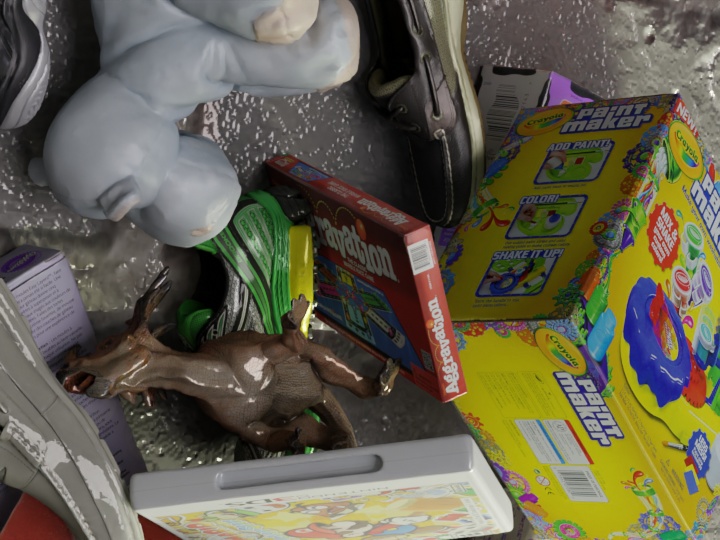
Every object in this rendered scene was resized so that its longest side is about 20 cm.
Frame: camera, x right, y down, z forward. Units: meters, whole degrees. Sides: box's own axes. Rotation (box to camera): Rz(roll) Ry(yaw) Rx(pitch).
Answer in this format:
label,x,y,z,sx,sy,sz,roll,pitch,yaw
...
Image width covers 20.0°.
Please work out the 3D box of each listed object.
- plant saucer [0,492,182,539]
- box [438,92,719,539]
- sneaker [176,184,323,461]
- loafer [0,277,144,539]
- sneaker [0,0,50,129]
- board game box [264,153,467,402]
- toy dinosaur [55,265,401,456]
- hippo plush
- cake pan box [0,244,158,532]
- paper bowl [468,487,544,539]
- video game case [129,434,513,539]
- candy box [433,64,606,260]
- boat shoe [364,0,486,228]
label,x,y,z,sx,sy,sz,roll,pitch,yaw
plant saucer,-0.163,0.234,1.162,0.199,0.037,0.201,36,81,-53
box,0.153,0.031,1.269,0.201,0.121,0.193,57,47,-33
sneaker,-0.073,0.051,1.241,0.084,0.078,0.202,-8,102,-23
loafer,-0.183,0.081,1.065,0.070,0.070,0.201,-35,96,-21
sneaker,-0.226,-0.164,1.055,0.113,0.075,0.202,-18,112,-40
board game box,0.000,0.000,1.203,0.019,0.200,0.104,-20,112,-19
toy dinosaur,-0.066,0.058,1.155,0.200,0.135,0.087,28,76,-53
hippo plush,-0.100,-0.097,1.123,0.199,0.159,0.162,28,79,-41
cake pan box,-0.214,0.108,1.133,0.199,0.052,0.186,-36,121,-31
paper bowl,0.143,0.241,1.407,0.200,0.104,0.203,22,58,-40
video game case,-0.014,0.130,1.129,0.200,0.180,0.023,57,27,-71
candy box,0.132,-0.017,1.399,0.167,0.071,0.202,22,83,-41
boat shoe,0.033,-0.121,1.302,0.064,0.073,0.202,-16,105,-26
